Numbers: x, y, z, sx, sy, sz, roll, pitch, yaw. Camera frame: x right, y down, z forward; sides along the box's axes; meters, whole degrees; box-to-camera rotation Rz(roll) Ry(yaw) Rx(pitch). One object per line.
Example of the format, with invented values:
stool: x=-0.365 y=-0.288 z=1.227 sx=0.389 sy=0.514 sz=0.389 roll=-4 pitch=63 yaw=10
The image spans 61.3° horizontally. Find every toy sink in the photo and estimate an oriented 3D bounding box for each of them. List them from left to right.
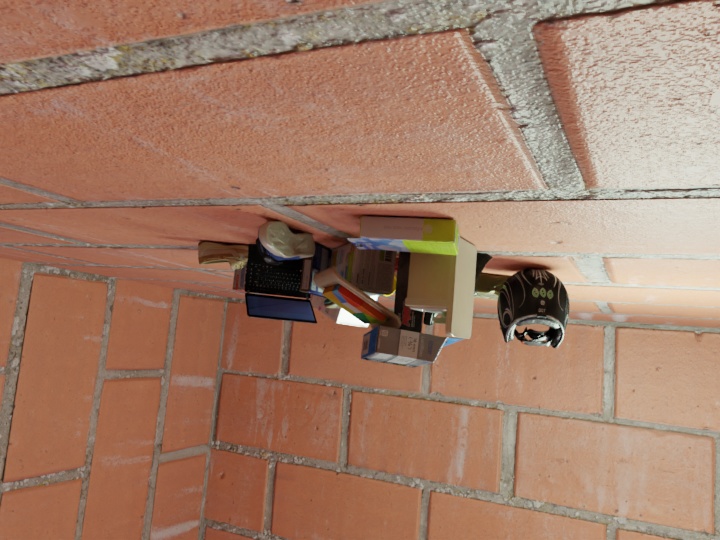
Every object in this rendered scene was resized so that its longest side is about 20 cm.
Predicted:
toy sink: x=0.168 y=0.036 z=1.276 sx=0.111 sy=0.203 sz=0.130 roll=1 pitch=173 yaw=30

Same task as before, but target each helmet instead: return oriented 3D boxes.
helmet: x=0.443 y=0.091 z=1.564 sx=0.197 sy=0.192 sz=0.201 roll=5 pitch=138 yaw=5

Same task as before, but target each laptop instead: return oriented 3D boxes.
laptop: x=-0.198 y=0.031 z=1.536 sx=0.175 sy=0.203 sz=0.103 roll=7 pitch=168 yaw=-18

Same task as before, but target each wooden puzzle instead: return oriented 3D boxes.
wooden puzzle: x=-0.016 y=0.073 z=1.379 sx=0.199 sy=0.037 sz=0.185 roll=40 pitch=164 yaw=-11

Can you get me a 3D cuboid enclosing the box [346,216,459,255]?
box: x=0.084 y=-0.065 z=1.143 sx=0.197 sy=0.048 sz=0.122 roll=4 pitch=172 yaw=13

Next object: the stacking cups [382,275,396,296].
stacking cups: x=0.012 y=0.012 z=1.611 sx=0.060 sy=0.061 sz=0.199 roll=11 pitch=-173 yaw=-41

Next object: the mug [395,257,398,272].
mug: x=0.151 y=0.030 z=1.545 sx=0.175 sy=0.135 sz=0.200 roll=2 pitch=169 yaw=14

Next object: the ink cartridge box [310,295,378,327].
ink cartridge box: x=-0.059 y=0.070 z=1.832 sx=0.124 sy=0.130 sz=0.199 roll=12 pitch=-168 yaw=-38

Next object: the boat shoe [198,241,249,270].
boat shoe: x=-0.338 y=-0.035 z=1.630 sx=0.197 sy=0.067 sz=0.074 roll=5 pitch=173 yaw=2

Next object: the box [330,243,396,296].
box: x=0.000 y=0.000 z=1.467 sx=0.100 sy=0.114 sz=0.200 roll=10 pitch=173 yaw=-19

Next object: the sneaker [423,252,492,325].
sneaker: x=0.222 y=0.044 z=1.398 sx=0.103 sy=0.202 sz=0.060 roll=20 pitch=173 yaw=5

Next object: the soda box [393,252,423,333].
soda box: x=0.116 y=0.049 z=1.408 sx=0.070 sy=0.203 sz=0.063 roll=4 pitch=171 yaw=6

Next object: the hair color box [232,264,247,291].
hair color box: x=-0.271 y=0.007 z=1.736 sx=0.198 sy=0.113 sz=0.064 roll=0 pitch=172 yaw=31

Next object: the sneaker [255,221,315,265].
sneaker: x=-0.188 y=-0.056 z=1.297 sx=0.110 sy=0.078 sz=0.199 roll=-8 pitch=175 yaw=23

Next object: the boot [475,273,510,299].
boot: x=0.384 y=0.055 z=1.805 sx=0.197 sy=0.073 sz=0.155 roll=12 pitch=172 yaw=-8

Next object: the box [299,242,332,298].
box: x=-0.095 y=0.005 z=1.541 sx=0.032 sy=0.123 sz=0.200 roll=3 pitch=173 yaw=21

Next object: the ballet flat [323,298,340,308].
ballet flat: x=-0.007 y=0.057 z=1.687 sx=0.071 sy=0.199 sz=0.069 roll=53 pitch=176 yaw=-20

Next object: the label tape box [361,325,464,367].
label tape box: x=0.114 y=0.178 z=1.365 sx=0.197 sy=0.064 sz=0.144 roll=10 pitch=165 yaw=-10

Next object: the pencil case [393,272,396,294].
pencil case: x=0.128 y=0.041 z=1.842 sx=0.197 sy=0.079 sz=0.090 roll=2 pitch=154 yaw=21
